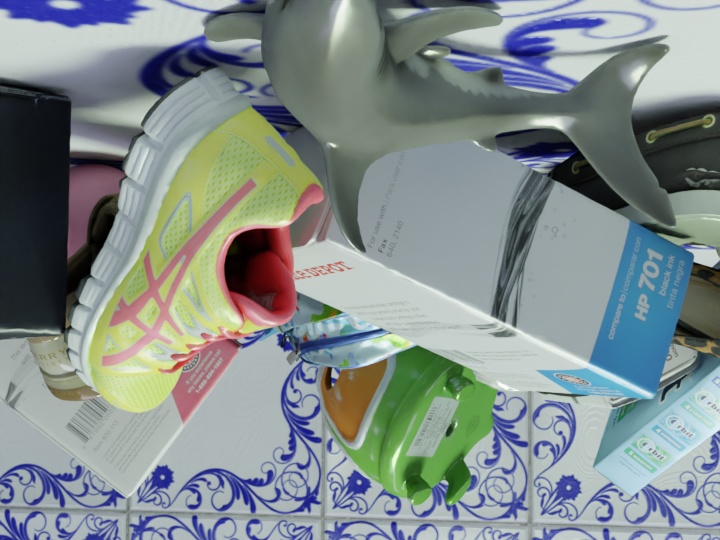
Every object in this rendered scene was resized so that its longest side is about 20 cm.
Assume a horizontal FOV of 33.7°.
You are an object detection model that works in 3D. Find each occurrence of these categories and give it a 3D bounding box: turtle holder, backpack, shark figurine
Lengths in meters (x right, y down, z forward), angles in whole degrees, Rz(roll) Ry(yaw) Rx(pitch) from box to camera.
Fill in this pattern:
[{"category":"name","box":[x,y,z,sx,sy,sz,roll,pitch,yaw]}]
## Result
[{"category":"turtle holder","box":[0.048,0.098,0.971,0.131,0.143,0.185,29,-145,28]},{"category":"backpack","box":[0.000,0.000,0.840,0.161,0.156,0.200,-15,164,-10]},{"category":"shark figurine","box":[0.023,-0.050,0.456,0.127,0.091,0.213,-2,174,44]}]

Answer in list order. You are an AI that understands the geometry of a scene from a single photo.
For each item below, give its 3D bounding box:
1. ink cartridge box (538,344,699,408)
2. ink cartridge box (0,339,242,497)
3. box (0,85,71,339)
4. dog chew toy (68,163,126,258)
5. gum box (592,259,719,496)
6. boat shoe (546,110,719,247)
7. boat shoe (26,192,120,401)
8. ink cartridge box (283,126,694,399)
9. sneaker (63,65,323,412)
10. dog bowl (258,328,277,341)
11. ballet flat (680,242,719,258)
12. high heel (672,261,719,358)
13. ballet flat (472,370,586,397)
[{"category":"ink cartridge box","box":[0.175,0.027,0.953,0.084,0.147,0.200,-25,179,-9]},{"category":"ink cartridge box","box":[-0.213,0.057,0.940,0.199,0.147,0.083,38,172,-3]},{"category":"box","box":[-0.272,-0.025,0.570,0.196,0.126,0.198,2,176,-43]},{"category":"dog chew toy","box":[-0.168,-0.014,0.786,0.198,0.127,0.124,15,167,-39]},{"category":"gum box","box":[0.275,0.062,0.937,0.044,0.170,0.201,35,131,-2]},{"category":"boat shoe","box":[0.150,-0.045,0.666,0.071,0.062,0.200,14,171,-26]},{"category":"boat shoe","box":[-0.120,-0.015,0.677,0.070,0.065,0.201,-4,-145,29]},{"category":"ink cartridge box","box":[0.051,-0.006,0.636,0.198,0.087,0.146,26,168,-19]},{"category":"sneaker","box":[-0.075,0.010,0.553,0.090,0.201,0.078,35,-136,9]},{"category":"dog bowl","box":[-0.087,0.000,1.037,0.049,0.113,0.200,-14,174,6]},{"category":"ballet flat","box":[0.219,-0.029,0.776,0.196,0.063,0.068,0,148,8]},{"category":"high heel","box":[0.182,0.013,0.779,0.197,0.073,0.143,14,-178,-7]},{"category":"ballet flat","box":[0.109,0.046,0.882,0.068,0.069,0.201,30,-162,-31]}]
